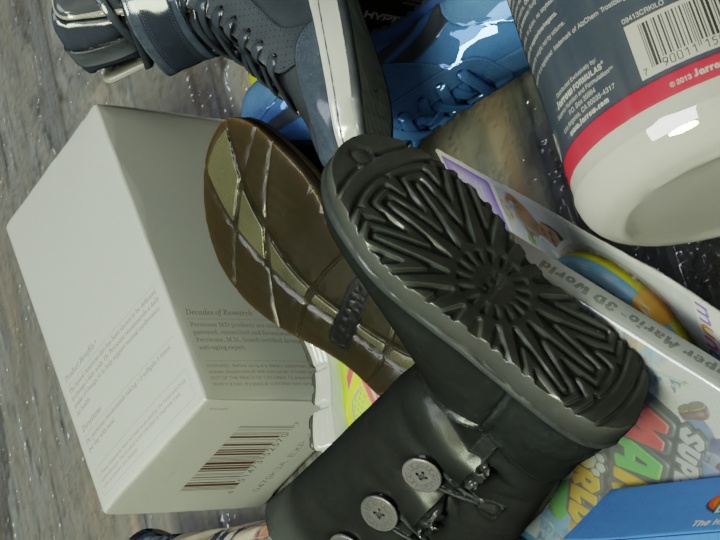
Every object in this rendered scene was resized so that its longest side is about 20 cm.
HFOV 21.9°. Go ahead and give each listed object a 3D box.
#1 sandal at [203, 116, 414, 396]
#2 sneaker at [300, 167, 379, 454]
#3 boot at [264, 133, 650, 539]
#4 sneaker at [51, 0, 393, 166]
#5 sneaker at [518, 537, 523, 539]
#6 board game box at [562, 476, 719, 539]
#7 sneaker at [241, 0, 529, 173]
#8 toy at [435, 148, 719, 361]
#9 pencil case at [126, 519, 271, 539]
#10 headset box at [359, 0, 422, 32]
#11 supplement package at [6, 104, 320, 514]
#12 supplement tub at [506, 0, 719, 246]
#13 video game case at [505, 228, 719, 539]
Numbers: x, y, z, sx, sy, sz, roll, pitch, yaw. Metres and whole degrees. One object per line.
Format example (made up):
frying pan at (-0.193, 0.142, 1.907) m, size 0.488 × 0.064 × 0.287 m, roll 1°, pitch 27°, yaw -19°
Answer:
sandal at (0.000, 0.000, 0.906) m, size 0.200 × 0.055 × 0.082 m, roll 37°, pitch 120°, yaw 21°
sneaker at (0.018, 0.031, 0.962) m, size 0.090 × 0.078 × 0.201 m, roll -22°, pitch 72°, yaw 31°
boot at (0.011, 0.059, 0.806) m, size 0.165 × 0.066 × 0.200 m, roll 46°, pitch 139°, yaw 9°
sneaker at (-0.069, -0.105, 0.892) m, size 0.146 × 0.077 × 0.203 m, roll -20°, pitch 52°, yaw 5°
sneaker at (0.086, 0.188, 0.876) m, size 0.200 × 0.074 × 0.082 m, roll 36°, pitch 126°, yaw 52°
board game box at (0.192, 0.149, 0.714) m, size 0.200 × 0.045 × 0.153 m, roll -13°, pitch 108°, yaw 48°
sneaker at (0.027, -0.086, 0.929) m, size 0.199 × 0.066 × 0.079 m, roll -16°, pitch 60°, yaw 29°
toy at (0.100, 0.031, 0.832) m, size 0.047 × 0.115 × 0.200 m, roll -38°, pitch 43°, yaw -12°
pencil case at (-0.061, 0.170, 1.016) m, size 0.200 × 0.089 × 0.078 m, roll -18°, pitch 58°, yaw 47°
headset box at (-0.012, -0.233, 1.005) m, size 0.149 × 0.077 × 0.201 m, roll 22°, pitch 103°, yaw 47°
supplement package at (-0.102, 0.022, 1.056) m, size 0.117 × 0.117 × 0.201 m, roll -47°, pitch 55°, yaw 37°
supplement tub at (0.131, -0.124, 0.780) m, size 0.140 × 0.140 × 0.201 m, roll -33°, pitch 65°, yaw 42°
video game case at (0.118, 0.085, 0.787) m, size 0.200 × 0.018 × 0.144 m, roll 33°, pitch 135°, yaw 22°
